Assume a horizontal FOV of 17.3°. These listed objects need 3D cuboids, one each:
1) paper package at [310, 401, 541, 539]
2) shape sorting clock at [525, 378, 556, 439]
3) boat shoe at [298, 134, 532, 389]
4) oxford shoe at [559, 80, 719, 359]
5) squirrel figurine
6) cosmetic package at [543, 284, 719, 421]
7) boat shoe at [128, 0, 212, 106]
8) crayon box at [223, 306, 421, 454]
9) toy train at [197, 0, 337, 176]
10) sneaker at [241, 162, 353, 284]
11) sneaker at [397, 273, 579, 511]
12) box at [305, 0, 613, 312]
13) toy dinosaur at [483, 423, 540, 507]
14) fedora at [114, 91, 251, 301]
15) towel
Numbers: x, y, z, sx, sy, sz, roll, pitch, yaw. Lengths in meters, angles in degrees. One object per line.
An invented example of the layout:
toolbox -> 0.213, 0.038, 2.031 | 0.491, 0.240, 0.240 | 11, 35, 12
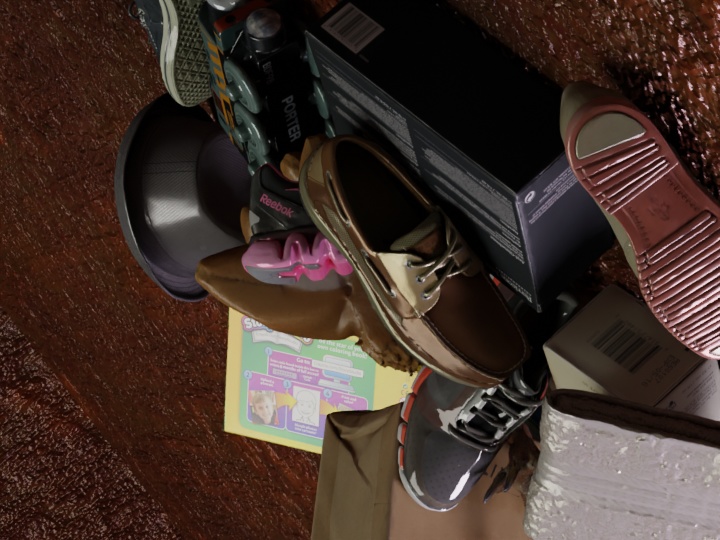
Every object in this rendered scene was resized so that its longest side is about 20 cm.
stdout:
paper package -> 0.069, 0.208, 1.761 | 0.199, 0.192, 0.103 | 16, 162, -32
shape sorting clock -> 0.120, 0.132, 1.910 | 0.200, 0.039, 0.201 | 33, 135, 40
boat shoe -> 0.034, -0.008, 1.555 | 0.200, 0.076, 0.074 | 47, 162, 5
oxford shoe -> 0.182, -0.034, 1.420 | 0.201, 0.070, 0.074 | 58, -173, -27
squirrel figurine -> 0.000, 0.000, 1.783 | 0.199, 0.142, 0.187 | 35, -176, 6
cosmetic package -> 0.203, 0.115, 1.647 | 0.103, 0.073, 0.201 | 36, 157, 40
boat shoe -> -0.141, -0.211, 1.850 | 0.062, 0.074, 0.201 | 45, 159, 35
crayon box -> -0.010, 0.085, 1.883 | 0.199, 0.058, 0.120 | 12, 110, 23
toy train -> -0.075, -0.145, 1.807 | 0.114, 0.085, 0.200 | 52, 167, 30
sneaker -> 0.013, -0.048, 1.657 | 0.079, 0.198, 0.096 | 93, 172, -74
sneaker -> 0.090, 0.082, 1.649 | 0.077, 0.201, 0.082 | 21, -172, -22
box -> 0.066, -0.086, 1.555 | 0.200, 0.079, 0.141 | 40, 160, 29
toy dinosaur -> 0.156, 0.185, 1.661 | 0.199, 0.086, 0.136 | 16, 126, 48
fedora -> -0.126, -0.065, 2.041 | 0.090, 0.178, 0.200 | -3, 157, 28
towel -> 0.208, 0.151, 1.553 | 0.199, 0.035, 0.133 | 12, 131, 7
